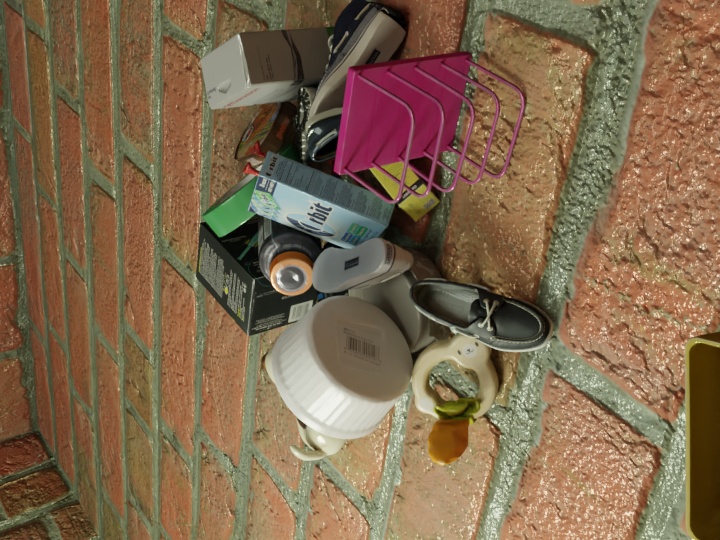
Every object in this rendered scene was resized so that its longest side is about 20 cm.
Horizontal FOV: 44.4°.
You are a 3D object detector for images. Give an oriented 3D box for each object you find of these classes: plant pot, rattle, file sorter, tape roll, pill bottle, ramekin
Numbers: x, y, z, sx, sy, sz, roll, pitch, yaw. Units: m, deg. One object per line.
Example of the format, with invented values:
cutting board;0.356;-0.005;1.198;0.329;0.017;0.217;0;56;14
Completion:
plant pot;0.421;0.147;0.766;0.200;0.176;0.201;13;114;53
rattle;0.127;0.138;1.212;0.130;0.143;0.201;28;118;23
file sorter;0.090;-0.177;1.104;0.125;0.199;0.140;39;133;37
tape roll;-0.180;-0.138;1.507;0.048;0.200;0.200;51;149;-14
pill bottle;-0.118;-0.042;1.468;0.200;0.106;0.107;-101;18;-56
ramekin;-0.020;0.134;1.287;0.098;0.200;0.201;-49;62;42

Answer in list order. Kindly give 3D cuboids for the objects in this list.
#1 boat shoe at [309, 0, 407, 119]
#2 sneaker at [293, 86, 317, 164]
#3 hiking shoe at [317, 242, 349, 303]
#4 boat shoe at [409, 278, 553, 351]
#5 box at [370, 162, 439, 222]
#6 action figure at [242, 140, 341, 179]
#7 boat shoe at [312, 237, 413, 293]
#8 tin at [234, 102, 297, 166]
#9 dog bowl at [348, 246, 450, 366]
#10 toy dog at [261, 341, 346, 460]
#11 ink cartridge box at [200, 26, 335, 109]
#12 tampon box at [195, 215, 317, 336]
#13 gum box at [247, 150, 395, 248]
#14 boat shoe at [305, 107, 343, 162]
boat shoe;-0.020;-0.303;1.281;0.200;0.075;0.093;-51;48;10
sneaker;-0.056;-0.227;1.401;0.200;0.089;0.079;124;137;-74
hiking shoe;-0.041;0.041;1.510;0.087;0.074;0.201;-104;19;-52
boat shoe;0.155;0.058;1.171;0.199;0.060;0.076;11;82;32
box;0.033;-0.165;1.293;0.050;0.075;0.200;-41;61;8
action figure;-0.076;-0.147;1.383;0.099;0.199;0.066;-34;35;65
boat shoe;0.000;0.000;1.314;0.200;0.065;0.074;-8;72;55
tin;-0.166;-0.237;1.528;0.112;0.042;0.200;-62;21;-10
dog bowl;0.062;0.054;1.357;0.200;0.058;0.201;26;123;49
toy dog;-0.081;0.197;1.479;0.200;0.194;0.139;56;157;-12
ink cartridge box;-0.125;-0.312;1.358;0.146;0.199;0.085;-9;94;56
tampon box;-0.189;-0.001;1.618;0.200;0.149;0.127;43;134;39
gum box;-0.064;-0.097;1.334;0.170;0.199;0.045;134;157;-72
boat shoe;0.017;-0.205;1.229;0.075;0.199;0.062;57;-159;-60
